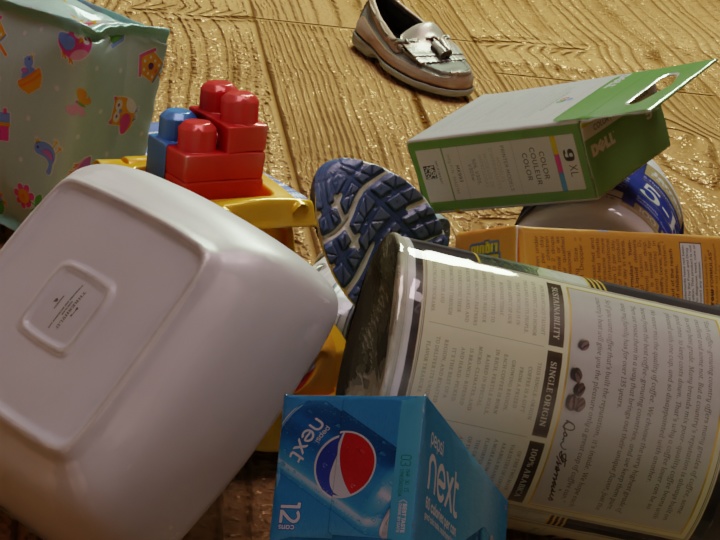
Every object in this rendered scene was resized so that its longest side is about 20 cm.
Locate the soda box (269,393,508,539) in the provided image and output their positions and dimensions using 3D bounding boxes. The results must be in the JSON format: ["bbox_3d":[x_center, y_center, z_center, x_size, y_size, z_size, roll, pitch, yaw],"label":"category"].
[{"bbox_3d":[0.019,0.115,0.830,0.064,0.068,0.200,-1,-20,16],"label":"soda box"}]

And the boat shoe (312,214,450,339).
[{"bbox_3d":[0.000,0.000,1.252,0.067,0.074,0.200,17,23,19],"label":"boat shoe"}]

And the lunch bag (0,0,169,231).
[{"bbox_3d":[-0.255,-0.126,1.336,0.200,0.171,0.122,22,18,30],"label":"lunch bag"}]

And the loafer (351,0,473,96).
[{"bbox_3d":[0.052,-0.236,1.869,0.072,0.063,0.200,-4,25,-30],"label":"loafer"}]

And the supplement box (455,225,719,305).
[{"bbox_3d":[0.155,0.008,1.132,0.200,0.069,0.066,0,-4,-35],"label":"supplement box"}]

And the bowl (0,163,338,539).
[{"bbox_3d":[-0.137,0.037,0.952,0.200,0.200,0.075,28,-12,39],"label":"bowl"}]

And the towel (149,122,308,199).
[{"bbox_3d":[-0.150,-0.075,1.460,0.145,0.024,0.200,-10,30,-44],"label":"towel"}]

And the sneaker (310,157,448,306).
[{"bbox_3d":[0.022,0.011,1.140,0.077,0.200,0.085,-43,26,-14],"label":"sneaker"}]

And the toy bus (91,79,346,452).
[{"bbox_3d":[-0.083,-0.008,1.083,0.135,0.192,0.200,-4,24,-32],"label":"toy bus"}]

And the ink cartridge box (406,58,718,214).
[{"bbox_3d":[0.142,-0.089,1.235,0.200,0.059,0.104,-5,20,41],"label":"ink cartridge box"}]

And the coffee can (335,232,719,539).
[{"bbox_3d":[0.096,0.071,0.986,0.199,0.147,0.146,13,21,-9],"label":"coffee can"}]

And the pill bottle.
[{"bbox_3d":[0.172,-0.022,1.312,0.119,0.120,0.200,13,23,9],"label":"pill bottle"}]
